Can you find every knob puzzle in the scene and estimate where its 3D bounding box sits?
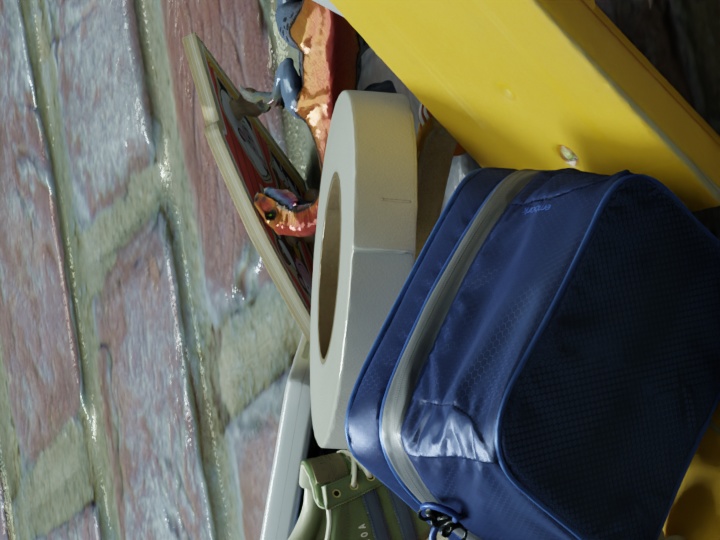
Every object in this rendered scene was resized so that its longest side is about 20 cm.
[{"bbox_3d":[-0.044,-0.036,1.739,0.220,0.030,0.220,62,-171,-17],"label":"knob puzzle"}]

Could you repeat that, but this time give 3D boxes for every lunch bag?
[{"bbox_3d":[0.086,0.053,1.360,0.132,0.136,0.201,4,58,50],"label":"lunch bag"}]

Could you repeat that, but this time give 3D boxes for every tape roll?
[{"bbox_3d":[0.000,0.000,1.525,0.203,0.037,0.204,-176,90,-84],"label":"tape roll"}]

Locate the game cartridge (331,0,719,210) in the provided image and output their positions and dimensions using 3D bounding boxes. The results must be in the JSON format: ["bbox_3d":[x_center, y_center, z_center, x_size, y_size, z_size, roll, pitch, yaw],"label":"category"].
[{"bbox_3d":[0.084,-0.103,1.406,0.200,0.032,0.176,47,158,-14],"label":"game cartridge"}]

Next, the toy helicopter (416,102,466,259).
[{"bbox_3d":[0.043,-0.088,1.600,0.132,0.078,0.201,-120,40,-70],"label":"toy helicopter"}]

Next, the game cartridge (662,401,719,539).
[{"bbox_3d":[0.160,0.137,1.435,0.200,0.032,0.177,-127,41,-54],"label":"game cartridge"}]

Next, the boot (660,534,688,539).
[{"bbox_3d":[0.172,0.242,1.325,0.144,0.071,0.202,41,135,43],"label":"boot"}]

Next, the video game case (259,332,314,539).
[{"bbox_3d":[-0.045,0.141,1.766,0.182,0.022,0.201,-75,-5,-76],"label":"video game case"}]

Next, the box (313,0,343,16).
[{"bbox_3d":[0.051,-0.244,1.518,0.156,0.041,0.201,-13,55,65],"label":"box"}]

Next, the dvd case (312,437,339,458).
[{"bbox_3d":[-0.013,0.206,1.729,0.200,0.017,0.143,98,162,-52],"label":"dvd case"}]

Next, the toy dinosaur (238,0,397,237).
[{"bbox_3d":[-0.033,-0.120,1.635,0.200,0.104,0.182,67,-157,-61],"label":"toy dinosaur"}]

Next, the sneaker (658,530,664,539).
[{"bbox_3d":[0.084,0.202,1.392,0.082,0.077,0.201,25,87,31],"label":"sneaker"}]

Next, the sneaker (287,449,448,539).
[{"bbox_3d":[0.009,0.128,1.573,0.201,0.090,0.067,-55,16,0],"label":"sneaker"}]
